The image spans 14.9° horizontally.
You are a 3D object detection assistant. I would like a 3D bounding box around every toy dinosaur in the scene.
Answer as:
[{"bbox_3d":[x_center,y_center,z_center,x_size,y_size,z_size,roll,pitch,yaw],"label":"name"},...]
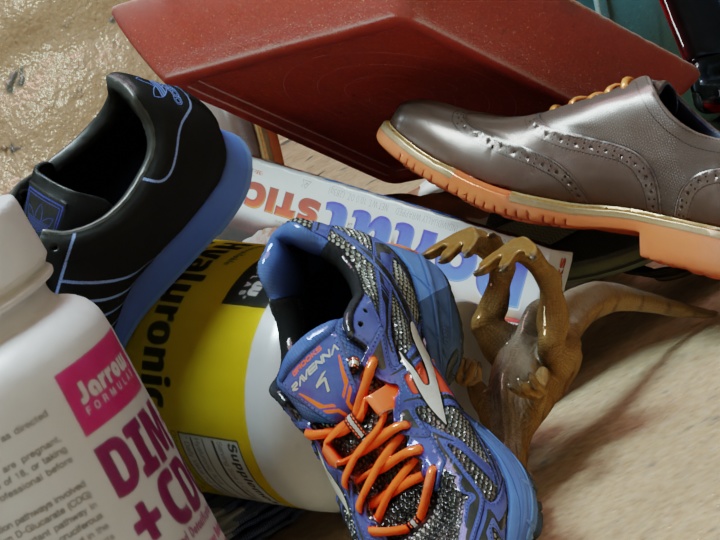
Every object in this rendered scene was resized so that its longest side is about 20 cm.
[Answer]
[{"bbox_3d":[0.073,0.029,1.113,0.060,0.106,0.200,-10,26,32],"label":"toy dinosaur"}]

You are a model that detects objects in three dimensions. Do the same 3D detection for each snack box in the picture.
[{"bbox_3d":[0.000,0.000,1.245,0.200,0.072,0.024,18,5,33],"label":"snack box"}]

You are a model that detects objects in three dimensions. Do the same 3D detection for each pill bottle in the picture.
[{"bbox_3d":[-0.129,0.080,1.066,0.113,0.200,0.113,-27,11,5],"label":"pill bottle"},{"bbox_3d":[-0.037,0.044,1.181,0.200,0.111,0.111,6,30,38],"label":"pill bottle"}]

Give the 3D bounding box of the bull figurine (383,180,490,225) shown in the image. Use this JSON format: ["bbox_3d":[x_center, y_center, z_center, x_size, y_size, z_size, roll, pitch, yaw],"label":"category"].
[{"bbox_3d":[0.037,-0.010,1.344,0.121,0.065,0.200,-27,12,-24],"label":"bull figurine"}]

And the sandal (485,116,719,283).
[{"bbox_3d":[0.152,-0.025,1.277,0.201,0.057,0.080,-17,38,-24],"label":"sandal"}]

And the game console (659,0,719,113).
[{"bbox_3d":[0.250,-0.146,1.292,0.200,0.119,0.172,-12,7,-16],"label":"game console"}]

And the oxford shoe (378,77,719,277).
[{"bbox_3d":[0.104,-0.051,1.184,0.200,0.073,0.071,16,9,21],"label":"oxford shoe"}]

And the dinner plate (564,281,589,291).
[{"bbox_3d":[0.050,0.023,1.382,0.200,0.024,0.200,-27,11,6],"label":"dinner plate"}]

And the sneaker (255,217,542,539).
[{"bbox_3d":[0.003,0.056,1.013,0.075,0.078,0.200,-44,40,18],"label":"sneaker"}]

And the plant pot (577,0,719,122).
[{"bbox_3d":[0.181,-0.169,1.572,0.188,0.200,0.200,-15,6,-16],"label":"plant pot"}]

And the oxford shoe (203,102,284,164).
[{"bbox_3d":[-0.081,-0.002,1.335,0.073,0.200,0.071,5,-6,-26],"label":"oxford shoe"}]

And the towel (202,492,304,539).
[{"bbox_3d":[-0.127,0.146,1.236,0.200,0.024,0.147,-31,8,-28],"label":"towel"}]

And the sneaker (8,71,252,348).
[{"bbox_3d":[-0.128,0.008,1.140,0.070,0.078,0.200,31,87,43],"label":"sneaker"}]

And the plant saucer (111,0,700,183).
[{"bbox_3d":[0.019,-0.090,1.262,0.200,0.037,0.200,-10,-23,43],"label":"plant saucer"}]
